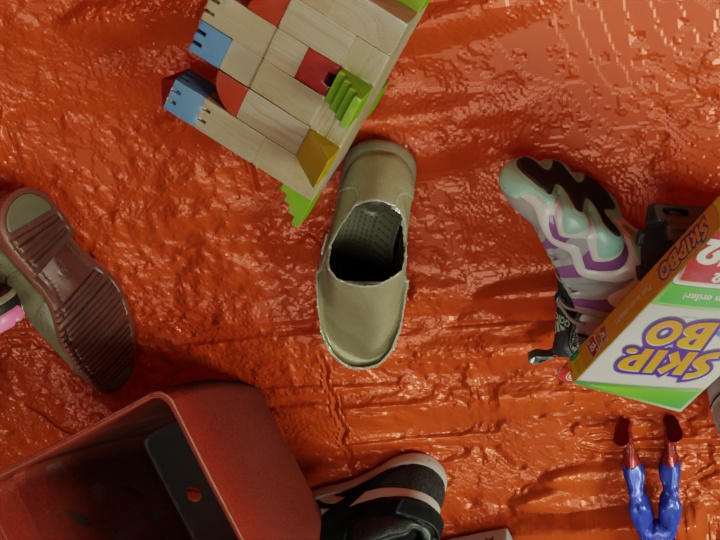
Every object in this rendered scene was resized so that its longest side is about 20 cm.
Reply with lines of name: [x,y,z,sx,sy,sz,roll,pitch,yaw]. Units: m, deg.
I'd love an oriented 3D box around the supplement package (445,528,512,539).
supplement package: [0.091,0.365,1.120,0.150,0.152,0.200,-16,119,19]

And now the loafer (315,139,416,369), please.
loafer: [0.000,0.000,0.952,0.075,0.068,0.201,7,123,5]

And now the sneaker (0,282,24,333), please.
sneaker: [-0.346,-0.004,0.982,0.199,0.074,0.088,18,122,30]

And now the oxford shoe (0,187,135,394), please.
oxford shoe: [-0.248,0.015,1.018,0.075,0.070,0.200,4,129,39]

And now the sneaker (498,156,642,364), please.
sneaker: [0.157,0.014,0.929,0.200,0.078,0.140,33,121,-11]

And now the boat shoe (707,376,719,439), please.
boat shoe: [0.304,0.084,0.904,0.072,0.066,0.200,5,154,-10]

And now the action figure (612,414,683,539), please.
action figure: [0.246,0.228,1.044,0.065,0.099,0.201,-5,124,14]

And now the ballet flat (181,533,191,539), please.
ballet flat: [-0.152,0.271,1.153,0.199,0.073,0.073,24,123,-13]

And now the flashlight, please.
flashlight: [0.290,0.001,0.872,0.199,0.068,0.068,3,129,-16]

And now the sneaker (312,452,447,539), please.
sneaker: [-0.016,0.239,1.082,0.200,0.112,0.073,-36,110,27]

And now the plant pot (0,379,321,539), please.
plant pot: [-0.143,0.197,1.016,0.199,0.176,0.200,-27,90,24]

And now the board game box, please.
board game box: [0.223,0.030,0.838,0.095,0.030,0.200,16,136,-22]

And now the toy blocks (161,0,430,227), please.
toy blocks: [-0.052,-0.149,0.861,0.136,0.100,0.200,32,123,2]
